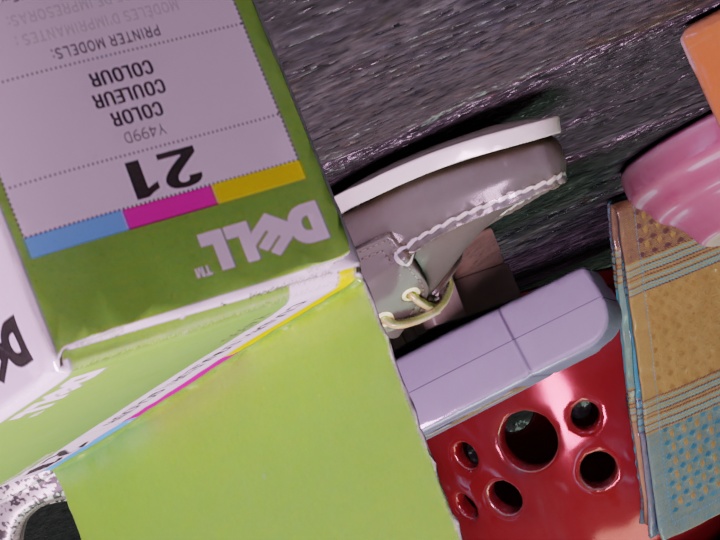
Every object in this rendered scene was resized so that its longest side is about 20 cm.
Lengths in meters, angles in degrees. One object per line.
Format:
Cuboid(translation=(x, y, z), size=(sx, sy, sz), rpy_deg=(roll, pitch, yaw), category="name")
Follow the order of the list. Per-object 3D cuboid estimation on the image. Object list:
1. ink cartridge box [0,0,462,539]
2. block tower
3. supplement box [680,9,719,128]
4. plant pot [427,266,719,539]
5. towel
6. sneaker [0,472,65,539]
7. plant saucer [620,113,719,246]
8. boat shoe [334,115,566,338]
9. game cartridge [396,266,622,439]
Cuboid(translation=(-0.062, 0.031, 0.573), size=(0.076, 0.201, 0.148), rpy_deg=(-17, 171, -36), category="ink cartridge box")
Cuboid(translation=(-0.003, 0.023, 1.286), size=(0.058, 0.054, 0.200), rpy_deg=(-18, 173, -32), category="block tower")
Cuboid(translation=(0.215, -0.099, 0.997), size=(0.200, 0.067, 0.069), rpy_deg=(-27, 171, 39), category="supplement box")
Cuboid(translation=(0.129, 0.105, 1.641), size=(0.199, 0.183, 0.200), rpy_deg=(-15, -172, 2), category="plant pot")
Cuboid(translation=(0.205, 0.033, 1.523), size=(0.146, 0.201, 0.022), rpy_deg=(-19, -154, -20), category="towel")
Cuboid(translation=(-0.087, 0.064, 1.192), size=(0.199, 0.089, 0.077), rpy_deg=(-22, 173, -5), category="sneaker")
Cuboid(translation=(0.225, -0.062, 1.364), size=(0.200, 0.051, 0.201), rpy_deg=(-22, 172, -3), category="plant saucer")
Cuboid(translation=(0.002, 0.000, 1.099), size=(0.201, 0.061, 0.072), rpy_deg=(-26, 172, 30), category="boat shoe")
Cuboid(translation=(0.021, 0.058, 1.240), size=(0.199, 0.042, 0.133), rpy_deg=(-28, 179, 7), category="game cartridge")
